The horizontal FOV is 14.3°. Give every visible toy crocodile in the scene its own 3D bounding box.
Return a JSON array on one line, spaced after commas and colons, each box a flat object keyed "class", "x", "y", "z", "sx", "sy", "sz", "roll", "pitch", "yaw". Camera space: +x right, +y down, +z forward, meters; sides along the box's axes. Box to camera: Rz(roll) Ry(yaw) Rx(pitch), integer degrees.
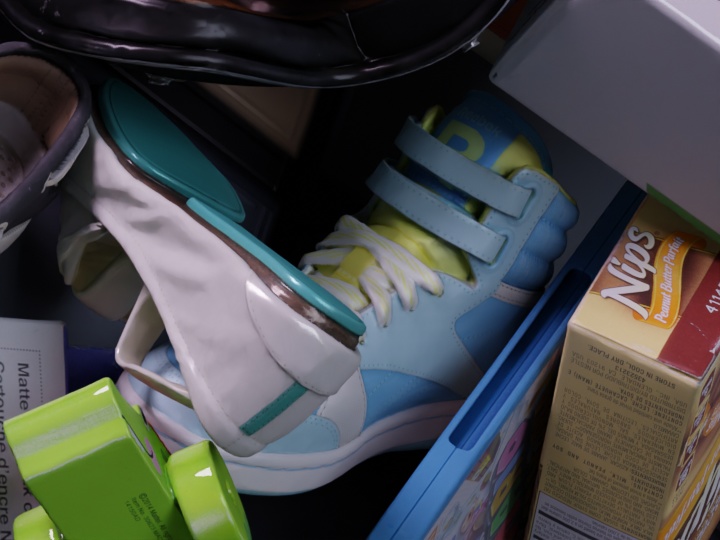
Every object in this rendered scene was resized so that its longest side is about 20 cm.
[{"class": "toy crocodile", "x": -0.060, "y": 0.091, "z": 0.920, "sx": 0.200, "sy": 0.067, "sz": 0.062, "roll": 56, "pitch": 10, "yaw": -51}]

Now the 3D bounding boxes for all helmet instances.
[{"class": "helmet", "x": -0.025, "y": -0.153, "z": 0.952, "sx": 0.190, "sy": 0.200, "sz": 0.201, "roll": -6, "pitch": 86, "yaw": -29}]

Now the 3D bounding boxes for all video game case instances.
[{"class": "video game case", "x": 0.048, "y": 0.077, "z": 1.042, "sx": 0.018, "sy": 0.144, "sz": 0.200, "roll": 27, "pitch": 51, "yaw": 15}]

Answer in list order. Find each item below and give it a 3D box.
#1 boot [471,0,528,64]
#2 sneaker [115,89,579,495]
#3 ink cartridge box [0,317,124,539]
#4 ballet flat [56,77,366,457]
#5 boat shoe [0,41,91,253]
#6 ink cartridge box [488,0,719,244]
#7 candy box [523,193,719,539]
[{"class": "boot", "x": 0.127, "y": -0.099, "z": 1.102, "sx": 0.199, "sy": 0.108, "sz": 0.075, "roll": 21, "pitch": 27, "yaw": -15}, {"class": "sneaker", "x": 0.000, "y": 0.000, "z": 0.994, "sx": 0.200, "sy": 0.079, "sz": 0.131, "roll": -12, "pitch": 130, "yaw": -54}, {"class": "ink cartridge box", "x": -0.134, "y": 0.112, "z": 0.904, "sx": 0.199, "sy": 0.040, "sz": 0.201, "roll": 5, "pitch": 78, "yaw": -44}, {"class": "ballet flat", "x": -0.064, "y": -0.002, "z": 0.929, "sx": 0.069, "sy": 0.200, "sz": 0.070, "roll": -11, "pitch": 119, "yaw": -21}, {"class": "boat shoe", "x": -0.146, "y": -0.018, "z": 0.869, "sx": 0.074, "sy": 0.060, "sz": 0.200, "roll": 47, "pitch": 32, "yaw": 6}, {"class": "ink cartridge box", "x": 0.154, "y": -0.112, "z": 0.996, "sx": 0.144, "sy": 0.084, "sz": 0.201, "roll": 34, "pitch": 55, "yaw": -8}, {"class": "candy box", "x": 0.110, "y": 0.054, "z": 1.064, "sx": 0.116, "sy": 0.055, "sz": 0.201, "roll": -54, "pitch": 161, "yaw": -36}]
